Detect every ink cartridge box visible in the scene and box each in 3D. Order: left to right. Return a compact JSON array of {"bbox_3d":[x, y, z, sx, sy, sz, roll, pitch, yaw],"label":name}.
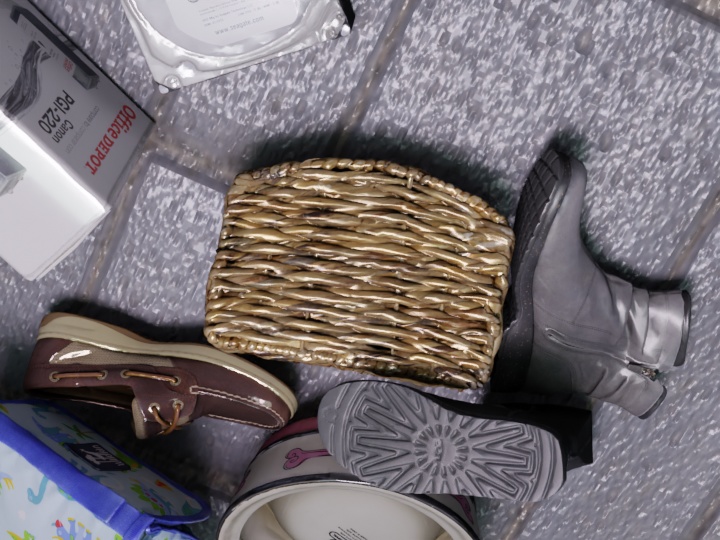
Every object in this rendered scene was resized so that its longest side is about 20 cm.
[{"bbox_3d":[-0.239,-0.110,0.908,0.085,0.146,0.200,-37,109,21],"label":"ink cartridge box"}]

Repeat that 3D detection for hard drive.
[{"bbox_3d":[-0.100,-0.223,0.895,0.139,0.038,0.201,-15,115,13],"label":"hard drive"}]

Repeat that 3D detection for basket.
[{"bbox_3d":[0.000,0.000,0.989,0.198,0.149,0.144,9,86,1],"label":"basket"}]

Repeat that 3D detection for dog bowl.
[{"bbox_3d":[-0.003,0.185,1.054,0.198,0.074,0.201,5,137,5],"label":"dog bowl"}]

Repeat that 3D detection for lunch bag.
[{"bbox_3d":[-0.201,0.180,1.014,0.169,0.128,0.201,29,153,20],"label":"lunch bag"}]

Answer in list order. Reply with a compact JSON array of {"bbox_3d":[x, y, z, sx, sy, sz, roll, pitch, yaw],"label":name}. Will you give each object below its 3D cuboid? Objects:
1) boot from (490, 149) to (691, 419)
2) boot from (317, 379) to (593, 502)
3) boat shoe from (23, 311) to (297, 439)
[{"bbox_3d":[0.166,0.010,0.980,0.131,0.070,0.201,7,129,-1],"label":"boot"},{"bbox_3d":[0.073,0.109,0.973,0.164,0.200,0.066,15,95,14],"label":"boot"},{"bbox_3d":[-0.147,0.091,1.033,0.199,0.072,0.072,17,152,0],"label":"boat shoe"}]
